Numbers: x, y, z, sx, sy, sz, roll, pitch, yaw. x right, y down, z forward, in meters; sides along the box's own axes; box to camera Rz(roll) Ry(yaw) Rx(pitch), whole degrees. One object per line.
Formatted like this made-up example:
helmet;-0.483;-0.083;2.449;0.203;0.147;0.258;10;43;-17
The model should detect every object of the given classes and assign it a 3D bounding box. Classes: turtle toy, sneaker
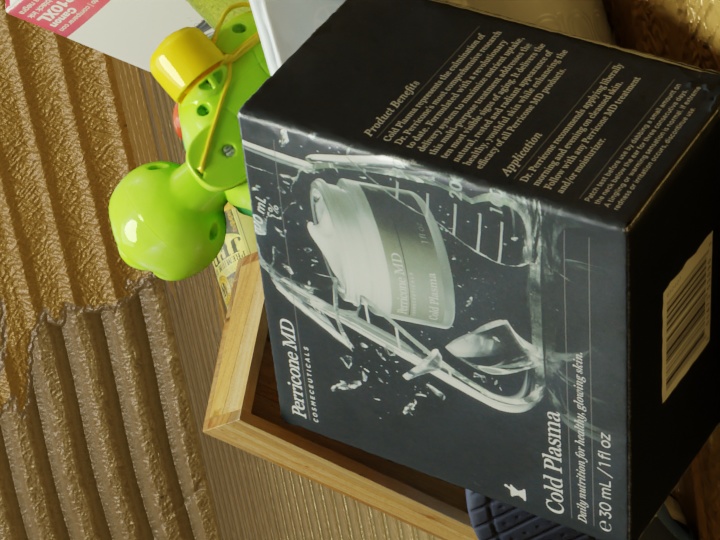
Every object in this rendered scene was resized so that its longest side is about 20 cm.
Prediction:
turtle toy;-0.056;-0.072;1.292;0.146;0.200;0.101;50;160;5
sneaker;0.114;0.122;1.207;0.200;0.074;0.082;42;-146;-46

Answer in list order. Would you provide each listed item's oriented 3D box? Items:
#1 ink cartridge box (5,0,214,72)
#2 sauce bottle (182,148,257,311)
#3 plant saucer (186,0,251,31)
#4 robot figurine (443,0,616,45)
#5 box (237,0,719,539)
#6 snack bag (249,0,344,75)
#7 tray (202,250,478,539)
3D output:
ink cartridge box;-0.123;-0.204;1.463;0.084;0.200;0.145;-35;49;37
sauce bottle;-0.068;-0.002;1.582;0.065;0.065;0.200;104;149;-68
plant saucer;-0.054;-0.220;1.440;0.200;0.048;0.200;45;-143;-14
robot figurine;0.061;-0.144;1.166;0.170;0.113;0.200;3;-112;-71
box;0.065;-0.005;1.071;0.196;0.124;0.200;19;136;27
snack bag;0.015;-0.147;1.220;0.021;0.200;0.189;-25;79;51
tray;0.013;0.073;1.210;0.037;0.200;0.099;-21;50;48
